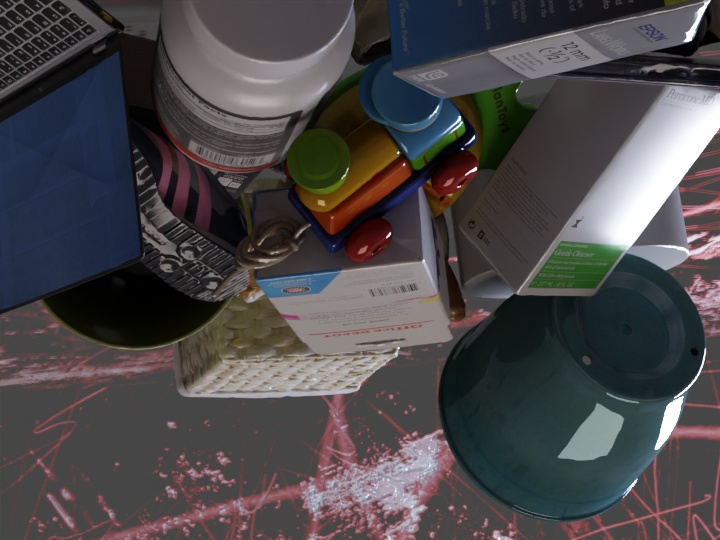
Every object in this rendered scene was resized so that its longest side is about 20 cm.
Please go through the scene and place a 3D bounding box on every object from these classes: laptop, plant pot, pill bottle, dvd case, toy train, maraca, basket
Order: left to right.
[{"bbox_3d":[-0.227,-0.090,0.908,0.200,0.116,0.187,38,147,-27],"label":"laptop"},{"bbox_3d":[-0.189,-0.037,1.339,0.186,0.188,0.200,-4,-176,-6],"label":"plant pot"},{"bbox_3d":[-0.065,-0.138,0.944,0.115,0.116,0.200,-3,169,-11],"label":"pill bottle"},{"bbox_3d":[-0.081,0.015,1.550,0.199,0.199,0.161,-1,165,-19],"label":"basket"},{"bbox_3d":[-0.023,-0.051,0.963,0.200,0.085,0.116,-38,166,0],"label":"toy train"},{"bbox_3d":[0.041,-0.098,1.155,0.199,0.138,0.107,-24,-143,-9],"label":"maraca"},{"bbox_3d":[0.188,0.086,1.309,0.199,0.201,0.188,-1,153,-19],"label":"plant pot"},{"bbox_3d":[0.188,-0.124,0.963,0.148,0.016,0.200,5,-171,10],"label":"dvd case"}]

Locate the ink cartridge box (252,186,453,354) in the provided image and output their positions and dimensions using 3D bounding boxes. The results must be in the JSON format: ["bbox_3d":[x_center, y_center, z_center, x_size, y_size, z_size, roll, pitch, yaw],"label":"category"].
[{"bbox_3d":[0.000,0.000,1.115,0.115,0.068,0.200,-6,161,8],"label":"ink cartridge box"}]

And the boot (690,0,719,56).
[{"bbox_3d":[0.191,-0.184,0.926,0.073,0.076,0.200,-7,168,23],"label":"boot"}]

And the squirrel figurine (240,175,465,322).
[{"bbox_3d":[-0.024,-0.027,1.384,0.186,0.142,0.200,-10,-166,-11],"label":"squirrel figurine"}]

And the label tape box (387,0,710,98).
[{"bbox_3d":[0.109,-0.175,0.743,0.199,0.144,0.066,-10,168,25],"label":"label tape box"}]

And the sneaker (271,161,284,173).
[{"bbox_3d":[-0.012,-0.104,1.250,0.199,0.071,0.082,7,-174,-20],"label":"sneaker"}]

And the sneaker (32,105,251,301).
[{"bbox_3d":[-0.143,-0.064,1.037,0.070,0.082,0.200,-21,134,21],"label":"sneaker"}]

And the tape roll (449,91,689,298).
[{"bbox_3d":[0.177,-0.064,1.363,0.202,0.140,0.203,-8,169,-1],"label":"tape roll"}]

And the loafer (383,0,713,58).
[{"bbox_3d":[0.102,-0.154,0.898,0.199,0.063,0.072,19,160,-2],"label":"loafer"}]

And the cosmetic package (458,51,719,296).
[{"bbox_3d":[0.176,-0.082,1.159,0.107,0.085,0.200,0,132,-46],"label":"cosmetic package"}]

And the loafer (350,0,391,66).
[{"bbox_3d":[0.076,-0.165,0.985,0.199,0.069,0.076,-5,170,6],"label":"loafer"}]

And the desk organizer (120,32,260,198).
[{"bbox_3d":[-0.153,-0.112,1.088,0.200,0.077,0.072,7,138,-47],"label":"desk organizer"}]
